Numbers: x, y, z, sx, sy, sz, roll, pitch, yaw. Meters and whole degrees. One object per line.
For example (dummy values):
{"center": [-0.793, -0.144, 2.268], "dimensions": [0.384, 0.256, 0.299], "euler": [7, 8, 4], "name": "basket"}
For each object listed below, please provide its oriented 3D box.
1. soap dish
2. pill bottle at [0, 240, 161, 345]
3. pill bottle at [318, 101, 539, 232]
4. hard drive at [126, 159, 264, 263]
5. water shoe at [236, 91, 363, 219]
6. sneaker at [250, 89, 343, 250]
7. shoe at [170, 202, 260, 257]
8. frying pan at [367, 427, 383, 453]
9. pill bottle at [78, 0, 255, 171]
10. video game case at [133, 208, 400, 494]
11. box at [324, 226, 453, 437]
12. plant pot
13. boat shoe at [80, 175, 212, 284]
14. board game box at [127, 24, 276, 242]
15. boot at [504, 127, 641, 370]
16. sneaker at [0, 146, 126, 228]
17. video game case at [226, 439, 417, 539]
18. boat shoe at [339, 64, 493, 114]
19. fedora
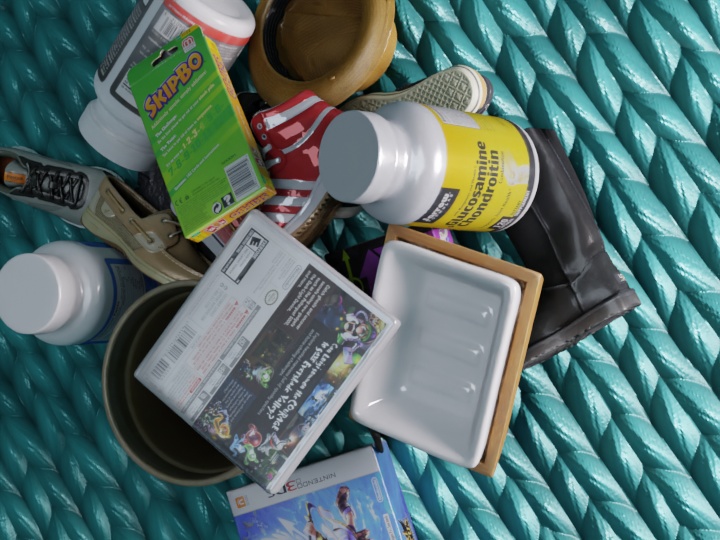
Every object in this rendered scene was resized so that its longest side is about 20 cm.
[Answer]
{"center": [0.082, 0.070, 1.189], "dimensions": [0.157, 0.081, 0.200], "euler": [20, 108, 27], "name": "soap dish"}
{"center": [-0.296, 0.024, 1.368], "dimensions": [0.112, 0.200, 0.112], "euler": [-1, 88, 23], "name": "pill bottle"}
{"center": [0.062, -0.095, 1.173], "dimensions": [0.112, 0.200, 0.112], "euler": [-3, 86, 47], "name": "pill bottle"}
{"center": [-0.155, -0.079, 1.399], "dimensions": [0.200, 0.038, 0.140], "euler": [25, 98, 22], "name": "hard drive"}
{"center": [-0.057, -0.140, 1.323], "dimensions": [0.200, 0.071, 0.079], "euler": [43, 136, 23], "name": "water shoe"}
{"center": [-0.080, -0.082, 1.249], "dimensions": [0.112, 0.071, 0.200], "euler": [43, 104, 15], "name": "sneaker"}
{"center": [-0.105, -0.046, 1.314], "dimensions": [0.200, 0.071, 0.091], "euler": [42, 114, 18], "name": "shoe"}
{"center": [-0.006, 0.092, 1.256], "dimensions": [0.031, 0.115, 0.190], "euler": [-24, 87, 0], "name": "frying pan"}
{"center": [-0.207, -0.210, 1.337], "dimensions": [0.116, 0.116, 0.200], "euler": [46, 114, 17], "name": "pill bottle"}
{"center": [-0.090, 0.074, 1.191], "dimensions": [0.182, 0.023, 0.200], "euler": [38, 95, 18], "name": "video game case"}
{"center": [0.051, 0.060, 1.280], "dimensions": [0.143, 0.036, 0.200], "euler": [-18, 90, 38], "name": "box"}
{"center": [-0.136, 0.111, 1.312], "dimensions": [0.200, 0.174, 0.200], "euler": [-1, 88, 21], "name": "plant pot"}
{"center": [-0.215, -0.035, 1.365], "dimensions": [0.200, 0.071, 0.065], "euler": [32, 103, 21], "name": "boat shoe"}
{"center": [-0.157, -0.135, 1.233], "dimensions": [0.096, 0.030, 0.200], "euler": [-30, 69, 17], "name": "board game box"}
{"center": [0.160, -0.017, 1.250], "dimensions": [0.165, 0.066, 0.200], "euler": [-33, 75, 25], "name": "boot"}
{"center": [-0.355, -0.095, 1.462], "dimensions": [0.200, 0.079, 0.074], "euler": [15, 93, 21], "name": "sneaker"}
{"center": [-0.030, 0.299, 1.335], "dimensions": [0.181, 0.045, 0.200], "euler": [-21, 81, 22], "name": "video game case"}
{"center": [0.050, -0.156, 1.304], "dimensions": [0.200, 0.062, 0.075], "euler": [-19, 86, 37], "name": "boat shoe"}
{"center": [-0.027, -0.240, 1.311], "dimensions": [0.201, 0.082, 0.201], "euler": [-14, 68, 37], "name": "fedora"}
